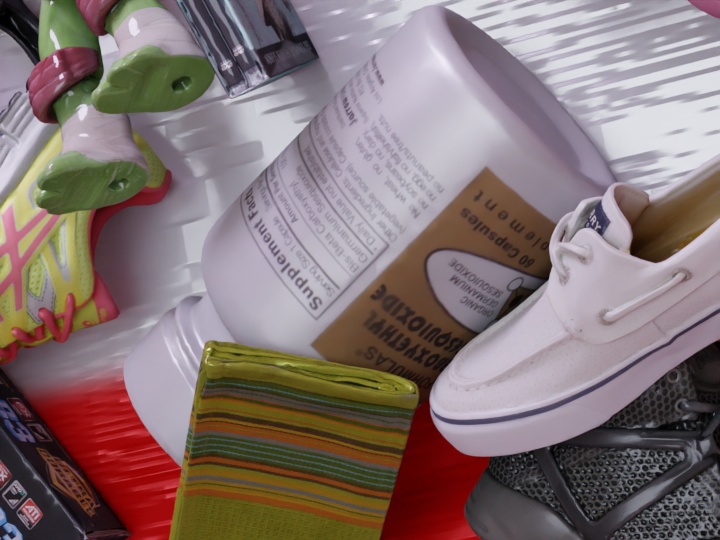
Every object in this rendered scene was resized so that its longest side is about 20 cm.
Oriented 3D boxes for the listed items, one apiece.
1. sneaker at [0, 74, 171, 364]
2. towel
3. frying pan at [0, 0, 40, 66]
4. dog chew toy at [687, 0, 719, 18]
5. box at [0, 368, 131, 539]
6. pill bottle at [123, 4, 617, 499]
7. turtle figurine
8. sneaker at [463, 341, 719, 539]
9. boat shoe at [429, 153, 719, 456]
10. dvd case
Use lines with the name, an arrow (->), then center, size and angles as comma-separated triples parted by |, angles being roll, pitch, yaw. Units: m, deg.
sneaker -> -0.154, 0.010, 0.937 | 0.090, 0.078, 0.201 | 32, 80, -3
towel -> -0.036, 0.117, 0.868 | 0.085, 0.018, 0.201 | 11, 124, -2
frying pan -> -0.193, -0.137, 1.004 | 0.114, 0.031, 0.191 | -19, 85, 31
dog chew toy -> 0.193, -0.133, 0.747 | 0.199, 0.124, 0.126 | -1, 87, 31
box -> -0.238, 0.117, 1.003 | 0.199, 0.050, 0.200 | -46, 73, 12
pill bottle -> 0.000, 0.000, 0.871 | 0.200, 0.114, 0.115 | -45, 73, 16
turtle figurine -> -0.152, -0.131, 0.880 | 0.143, 0.200, 0.195 | -32, 63, 12
sneaker -> 0.143, 0.088, 0.827 | 0.199, 0.076, 0.115 | 27, 105, 27
boat shoe -> 0.102, -0.001, 0.792 | 0.199, 0.071, 0.070 | -28, 120, 21
dvd case -> -0.081, -0.167, 0.868 | 0.022, 0.146, 0.201 | -26, 94, 10
